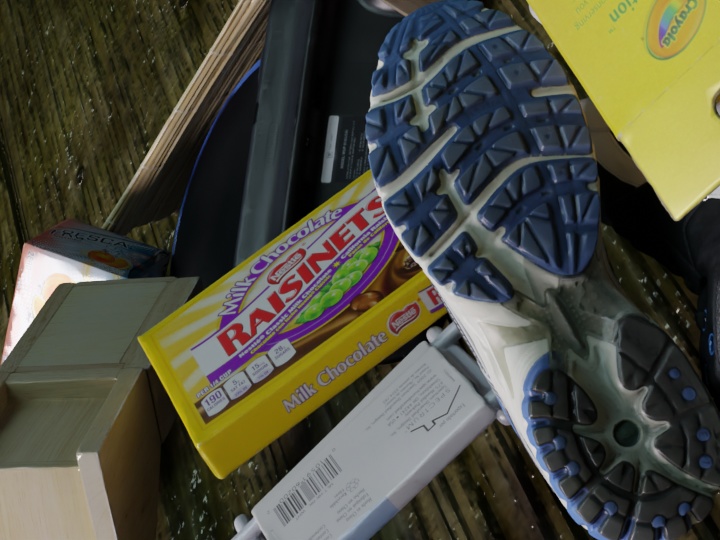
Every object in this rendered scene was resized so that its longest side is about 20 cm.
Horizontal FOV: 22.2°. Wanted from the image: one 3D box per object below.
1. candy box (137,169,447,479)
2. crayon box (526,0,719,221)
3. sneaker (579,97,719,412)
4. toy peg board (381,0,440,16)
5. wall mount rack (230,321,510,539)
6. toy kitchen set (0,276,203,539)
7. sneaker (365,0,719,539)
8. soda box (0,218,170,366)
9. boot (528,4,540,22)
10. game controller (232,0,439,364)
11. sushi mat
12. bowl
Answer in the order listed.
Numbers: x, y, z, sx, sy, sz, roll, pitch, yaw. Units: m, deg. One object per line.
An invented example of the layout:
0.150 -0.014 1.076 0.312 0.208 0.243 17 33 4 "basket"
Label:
0.000 0.000 0.797 0.199 0.027 0.102 -36 30 -3 "candy box"
0.095 -0.133 0.578 0.127 0.051 0.201 -44 70 41 "crayon box"
0.119 -0.004 0.645 0.199 0.072 0.113 -8 71 61 "sneaker"
0.027 -0.210 0.685 0.098 0.199 0.200 37 99 51 "toy peg board"
0.030 0.105 0.705 0.200 0.075 0.174 -44 28 -1 "wall mount rack"
-0.081 0.131 0.898 0.181 0.161 0.202 -69 -27 -62 "toy kitchen set"
0.056 0.004 0.644 0.085 0.076 0.202 89 160 -80 "sneaker"
-0.168 0.077 1.050 0.064 0.068 0.202 -43 -30 -68 "soda box"
0.107 -0.118 0.744 0.091 0.072 0.201 -52 25 40 "boot"
-0.004 -0.054 0.879 0.042 0.103 0.202 67 -151 -72 "game controller"
-0.081 -0.097 1.051 0.201 0.012 0.096 -55 -10 28 "sushi mat"
-0.044 -0.029 0.980 0.200 0.039 0.202 -38 44 47 "bowl"
